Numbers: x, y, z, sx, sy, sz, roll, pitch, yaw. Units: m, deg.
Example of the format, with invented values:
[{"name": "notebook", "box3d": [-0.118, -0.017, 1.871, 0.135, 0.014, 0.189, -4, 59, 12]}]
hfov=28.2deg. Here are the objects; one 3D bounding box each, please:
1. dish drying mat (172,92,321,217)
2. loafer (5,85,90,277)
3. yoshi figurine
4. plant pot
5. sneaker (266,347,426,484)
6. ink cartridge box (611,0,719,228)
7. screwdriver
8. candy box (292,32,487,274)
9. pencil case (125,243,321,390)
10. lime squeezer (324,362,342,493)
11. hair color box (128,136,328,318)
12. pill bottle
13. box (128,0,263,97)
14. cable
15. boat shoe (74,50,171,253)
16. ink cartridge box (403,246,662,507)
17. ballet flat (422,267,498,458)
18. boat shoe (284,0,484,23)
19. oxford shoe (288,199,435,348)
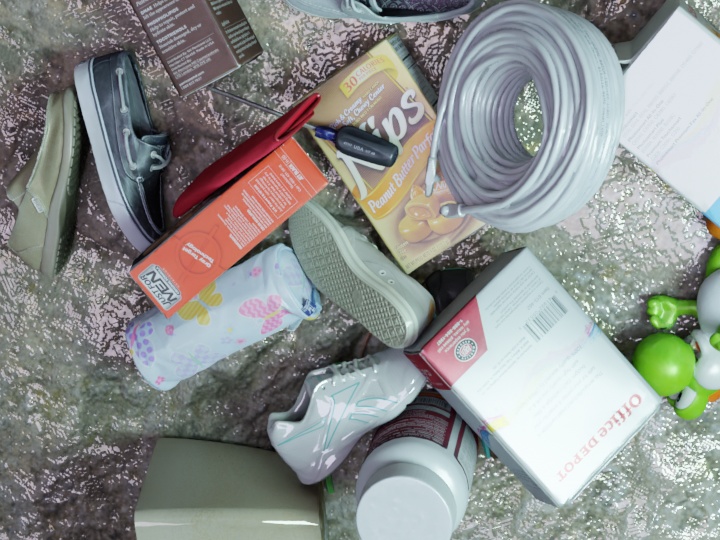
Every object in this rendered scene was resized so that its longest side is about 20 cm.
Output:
[{"name": "dish drying mat", "box3d": [-0.110, -0.106, 1.351, 0.018, 0.077, 0.199, 49, 141, -12]}, {"name": "loafer", "box3d": [-0.319, -0.090, 1.441, 0.068, 0.076, 0.202, 13, 109, 0]}, {"name": "yoshi figurine", "box3d": [0.322, 0.049, 1.359, 0.111, 0.112, 0.201, 25, 112, 16]}, {"name": "plant pot", "box3d": [-0.120, 0.291, 1.465, 0.175, 0.200, 0.202, -5, 106, 1]}, {"name": "sneaker", "box3d": [-0.008, 0.122, 1.416, 0.200, 0.070, 0.080, -43, 106, 3]}, {"name": "ink cartridge box", "box3d": [0.298, -0.150, 1.286, 0.200, 0.129, 0.125, 39, 108, -3]}, {"name": "screwdriver", "box3d": [-0.057, -0.137, 1.358, 0.198, 0.028, 0.029, 18, 140, 15]}, {"name": "candy box", "box3d": [0.039, -0.112, 1.382, 0.115, 0.055, 0.201, -32, 99, 18]}, {"name": "pencil case", "box3d": [-0.138, 0.048, 1.448, 0.199, 0.091, 0.084, -25, 58, 15]}, {"name": "lime squeezer", "box3d": [-0.016, 0.137, 1.483, 0.070, 0.038, 0.201, 18, 111, -29]}, {"name": "hair color box", "box3d": [-0.127, -0.046, 1.379, 0.200, 0.102, 0.061, -41, 100, 0]}, {"name": "pill bottle", "box3d": [0.055, 0.201, 1.395, 0.108, 0.200, 0.111, 3, 107, 9]}, {"name": "box", "box3d": [-0.176, -0.272, 1.350, 0.074, 0.100, 0.201, -23, 101, 16]}, {"name": "cable", "box3d": [0.146, -0.134, 1.257, 0.199, 0.069, 0.202, 18, 104, 51]}, {"name": "boat shoe", "box3d": [-0.221, -0.118, 1.423, 0.067, 0.072, 0.202, -14, 96, 15]}, {"name": "ink cartridge box", "box3d": [0.162, 0.102, 1.359, 0.146, 0.083, 0.200, -43, 95, -11]}, {"name": "ballet flat", "box3d": [0.123, 0.089, 1.424, 0.068, 0.068, 0.201, -22, 102, 2]}, {"name": "boat shoe", "box3d": [0.017, -0.266, 1.332, 0.199, 0.072, 0.071, 3, 107, 9]}, {"name": "oxford shoe", "box3d": [0.000, 0.000, 1.398, 0.200, 0.057, 0.076, 43, 136, 30]}]
